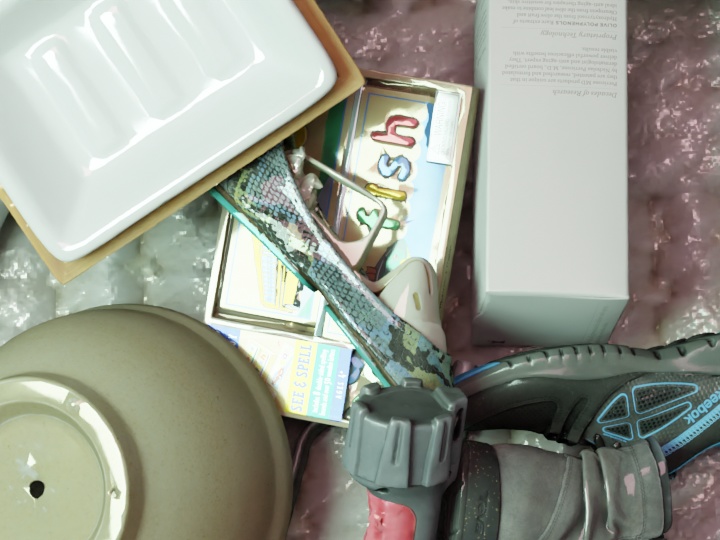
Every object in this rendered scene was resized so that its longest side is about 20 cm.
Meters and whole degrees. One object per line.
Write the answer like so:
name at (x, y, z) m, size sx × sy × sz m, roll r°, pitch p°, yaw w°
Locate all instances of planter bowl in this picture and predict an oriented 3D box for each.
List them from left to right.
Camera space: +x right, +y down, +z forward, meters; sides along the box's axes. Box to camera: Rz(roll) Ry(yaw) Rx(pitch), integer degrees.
planter bowl at (-0.153, 0.117, 1.442) m, size 0.199 × 0.135 × 0.201 m, roll -1°, pitch 88°, yaw 20°

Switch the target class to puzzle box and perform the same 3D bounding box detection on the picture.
puzzle box at (-0.015, -0.015, 1.488) m, size 0.132 × 0.025 × 0.201 m, roll 9°, pitch 91°, yaw 14°

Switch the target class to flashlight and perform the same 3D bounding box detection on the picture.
flashlight at (0.006, 0.155, 1.410) m, size 0.068 × 0.068 × 0.201 m, roll 14°, pitch 118°, yaw 15°

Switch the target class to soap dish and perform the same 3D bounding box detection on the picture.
soap dish at (-0.120, -0.113, 1.426) m, size 0.200 × 0.081 × 0.158 m, roll -33°, pitch 98°, yaw 9°

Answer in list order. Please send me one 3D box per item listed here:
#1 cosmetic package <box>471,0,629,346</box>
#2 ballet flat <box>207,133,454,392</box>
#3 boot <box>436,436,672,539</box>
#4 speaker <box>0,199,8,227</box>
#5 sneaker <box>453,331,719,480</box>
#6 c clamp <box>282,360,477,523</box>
cosmetic package at (0.105, -0.066, 1.511) m, size 0.084 × 0.108 × 0.201 m, roll 1°, pitch 75°, yaw -3°
ballet flat at (0.000, 0.000, 1.438) m, size 0.074 × 0.074 × 0.200 m, roll -41°, pitch 82°, yaw -7°
boot at (0.103, 0.187, 1.442) m, size 0.131 × 0.070 × 0.201 m, roll 4°, pitch 106°, yaw -15°
speaker at (-0.264, 0.000, 1.548) m, size 0.081 × 0.081 × 0.201 m, roll 21°, pitch 77°, yaw 12°
sneaker at (0.143, 0.079, 1.478) m, size 0.199 × 0.073 × 0.082 m, roll -5°, pitch 88°, yaw 1°
c clamp at (0.014, 0.135, 1.505) m, size 0.170 × 0.027 × 0.201 m, roll 19°, pitch 76°, yaw 11°
